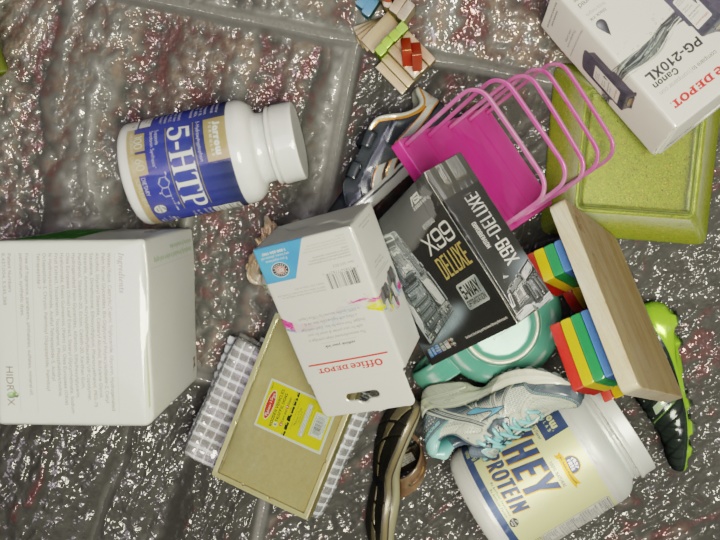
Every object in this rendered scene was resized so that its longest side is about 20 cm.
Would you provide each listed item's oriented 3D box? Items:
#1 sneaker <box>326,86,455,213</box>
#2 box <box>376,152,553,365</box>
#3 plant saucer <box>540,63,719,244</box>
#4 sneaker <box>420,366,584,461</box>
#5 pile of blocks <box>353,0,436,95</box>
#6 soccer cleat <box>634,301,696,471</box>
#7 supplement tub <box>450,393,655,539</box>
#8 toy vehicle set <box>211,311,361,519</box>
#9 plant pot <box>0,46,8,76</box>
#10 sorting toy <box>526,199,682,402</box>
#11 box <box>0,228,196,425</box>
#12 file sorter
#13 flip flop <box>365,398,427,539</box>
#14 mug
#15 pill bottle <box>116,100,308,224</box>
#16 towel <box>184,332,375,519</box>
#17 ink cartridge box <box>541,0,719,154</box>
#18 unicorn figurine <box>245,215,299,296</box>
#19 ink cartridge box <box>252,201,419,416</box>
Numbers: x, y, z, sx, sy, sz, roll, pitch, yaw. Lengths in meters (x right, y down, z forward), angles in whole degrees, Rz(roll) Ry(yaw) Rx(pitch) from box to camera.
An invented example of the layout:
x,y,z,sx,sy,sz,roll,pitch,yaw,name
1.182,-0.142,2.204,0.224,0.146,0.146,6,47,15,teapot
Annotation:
x,y,z,sx,sy,sz,roll,pitch,yaw,name
0.021,-0.129,0.973,0.200,0.078,0.080,-42,97,-4,sneaker
0.084,-0.003,0.822,0.050,0.200,0.159,-30,85,-24,box
0.320,-0.136,0.966,0.197,0.048,0.203,4,96,3,plant saucer
0.155,0.166,0.915,0.199,0.077,0.087,-19,51,36,sneaker
0.024,-0.306,0.960,0.081,0.062,0.202,-20,94,5,pile of blocks
0.349,0.139,0.990,0.080,0.067,0.202,-9,89,15,soccer cleat
0.220,0.226,0.962,0.199,0.145,0.146,-34,93,6,supplement tub
-0.075,0.163,0.944,0.123,0.027,0.202,22,90,12,toy vehicle set
-0.504,-0.295,0.944,0.198,0.201,0.195,-19,106,5,plant pot
0.255,0.049,0.895,0.069,0.198,0.202,-27,67,25,sorting toy
-0.293,0.055,0.949,0.169,0.199,0.203,1,96,3,box
0.161,-0.128,0.876,0.125,0.199,0.140,-37,85,40,file sorter
0.050,0.249,1.014,0.057,0.081,0.202,6,98,-14,flip flop
0.152,0.069,0.965,0.150,0.114,0.187,14,96,2,mug
-0.166,-0.130,0.963,0.198,0.120,0.121,-12,95,5,pill bottle
-0.101,0.185,1.008,0.198,0.086,0.167,25,96,1,towel
0.319,-0.252,0.903,0.144,0.084,0.201,-36,79,-5,ink cartridge box
-0.053,0.031,1.003,0.199,0.074,0.138,35,98,16,unicorn figurine
-0.015,0.044,0.860,0.114,0.068,0.202,-12,110,25,ink cartridge box
